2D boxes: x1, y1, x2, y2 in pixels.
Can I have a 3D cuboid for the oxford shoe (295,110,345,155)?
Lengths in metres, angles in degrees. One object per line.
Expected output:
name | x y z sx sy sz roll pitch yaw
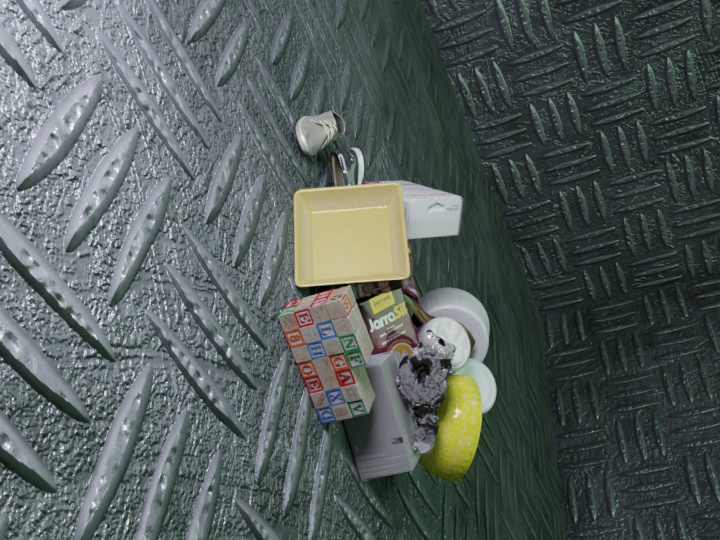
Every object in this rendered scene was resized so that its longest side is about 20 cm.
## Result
oxford shoe | -0.078 -0.279 1.545 0.200 0.057 0.076 -50 125 -65

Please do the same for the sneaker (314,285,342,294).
sneaker | -0.033 0.089 1.356 0.071 0.082 0.202 45 33 -54

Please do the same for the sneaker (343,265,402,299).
sneaker | 0.013 -0.014 1.457 0.202 0.107 0.068 -100 174 -63

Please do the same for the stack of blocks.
stack of blocks | -0.040 0.138 1.253 0.059 0.114 0.202 -57 129 -65

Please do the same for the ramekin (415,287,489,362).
ramekin | 0.199 0.149 1.761 0.098 0.198 0.202 -81 152 -74

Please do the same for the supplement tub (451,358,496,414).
supplement tub | 0.190 0.268 1.657 0.121 0.200 0.124 10 67 -23

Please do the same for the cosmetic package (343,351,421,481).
cosmetic package | 0.029 0.255 1.374 0.202 0.106 0.090 71 20 -7

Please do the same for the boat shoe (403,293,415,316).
boat shoe | 0.066 0.099 1.584 0.201 0.072 0.064 90 23 -65

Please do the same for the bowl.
bowl | 0.138 0.287 1.454 0.200 0.106 0.203 -167 -90 -77

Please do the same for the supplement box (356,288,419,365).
supplement box | 0.042 0.135 1.462 0.110 0.085 0.202 -25 102 -33

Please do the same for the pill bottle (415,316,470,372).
pill bottle | 0.129 0.174 1.572 0.111 0.200 0.114 9 66 -22

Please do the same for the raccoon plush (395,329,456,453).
raccoon plush | 0.117 0.210 1.397 0.134 0.096 0.202 -19 123 -72

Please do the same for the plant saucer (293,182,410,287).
plant saucer | -0.017 -0.055 1.374 0.049 0.197 0.202 84 2 -60

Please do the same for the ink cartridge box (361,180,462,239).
ink cartridge box | 0.092 -0.127 1.587 0.144 0.199 0.086 -6 107 -33

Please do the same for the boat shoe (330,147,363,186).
boat shoe | -0.030 -0.149 1.582 0.060 0.075 0.203 -6 91 -32

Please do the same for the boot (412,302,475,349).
boot | 0.171 0.121 1.660 0.200 0.076 0.074 45 -3 -28

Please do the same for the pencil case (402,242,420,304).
pencil case | 0.084 0.008 1.713 0.201 0.082 0.087 -94 177 -51
